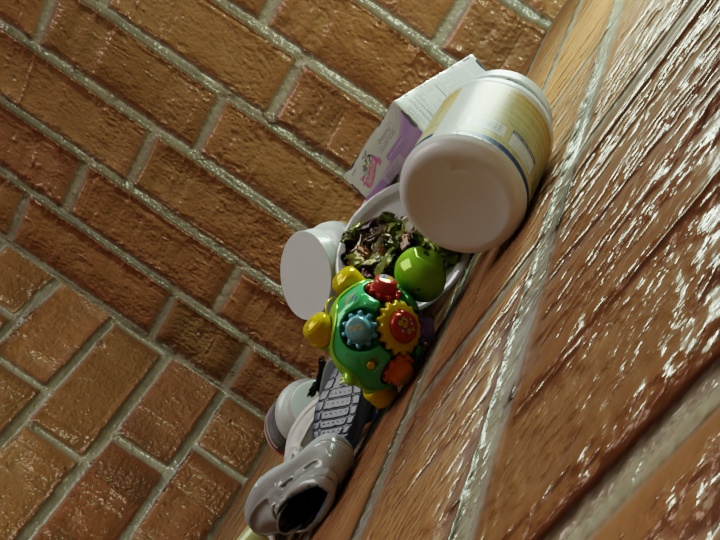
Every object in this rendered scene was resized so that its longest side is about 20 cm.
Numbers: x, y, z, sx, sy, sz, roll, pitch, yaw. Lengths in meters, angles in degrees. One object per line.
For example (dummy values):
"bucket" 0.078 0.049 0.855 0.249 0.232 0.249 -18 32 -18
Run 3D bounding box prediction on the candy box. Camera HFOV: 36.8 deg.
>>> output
"candy box" 0.088 -0.198 1.544 0.200 0.072 0.168 -38 -10 -41

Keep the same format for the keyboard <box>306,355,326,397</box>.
"keyboard" -0.019 0.134 1.586 0.126 0.021 0.201 -21 -28 -24

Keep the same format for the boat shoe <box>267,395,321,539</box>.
"boat shoe" -0.067 0.261 1.385 0.202 0.070 0.069 -67 22 8

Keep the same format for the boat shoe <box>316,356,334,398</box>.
"boat shoe" -0.029 0.194 1.477 0.066 0.073 0.202 -21 -39 -51

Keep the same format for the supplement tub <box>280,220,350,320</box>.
"supplement tub" 0.000 0.000 1.545 0.198 0.146 0.146 -5 -37 -39

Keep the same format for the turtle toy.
"turtle toy" 0.033 0.056 1.278 0.101 0.146 0.201 -19 32 51

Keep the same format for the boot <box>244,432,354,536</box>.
"boot" -0.087 0.277 1.283 0.200 0.073 0.096 -48 6 32

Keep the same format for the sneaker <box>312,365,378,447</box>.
"sneaker" 0.001 0.153 1.357 0.073 0.082 0.202 -8 49 37

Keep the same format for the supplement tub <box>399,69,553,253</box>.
"supplement tub" 0.138 -0.129 1.227 0.145 0.144 0.201 -55 1 42

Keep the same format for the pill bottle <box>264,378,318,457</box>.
"pill bottle" -0.090 0.238 1.752 0.111 0.110 0.200 -57 1 -22

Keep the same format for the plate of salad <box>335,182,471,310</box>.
"plate of salad" 0.051 -0.035 1.392 0.201 0.199 0.048 -57 -37 -9

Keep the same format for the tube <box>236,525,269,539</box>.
"tube" -0.146 0.383 1.449 0.201 0.058 0.052 -53 -24 -4

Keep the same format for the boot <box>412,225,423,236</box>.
"boot" 0.136 -0.117 1.360 0.075 0.106 0.202 111 175 -61

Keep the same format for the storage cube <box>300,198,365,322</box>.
"storage cube" 0.016 0.015 1.804 0.201 0.170 0.180 -57 2 -29
